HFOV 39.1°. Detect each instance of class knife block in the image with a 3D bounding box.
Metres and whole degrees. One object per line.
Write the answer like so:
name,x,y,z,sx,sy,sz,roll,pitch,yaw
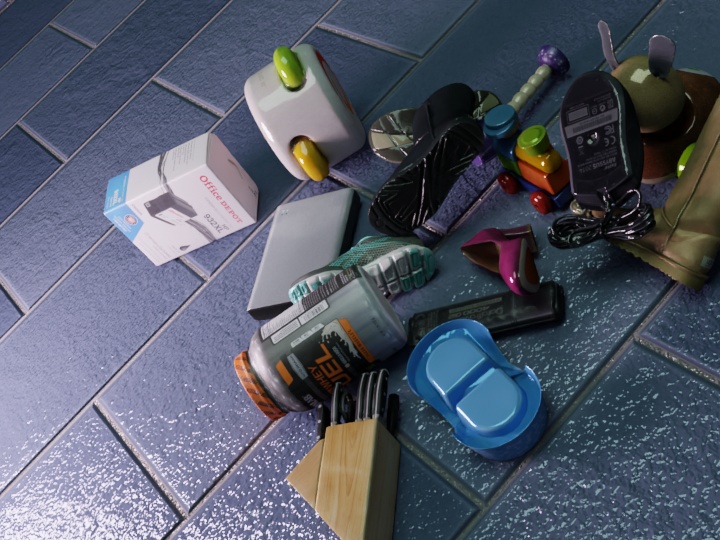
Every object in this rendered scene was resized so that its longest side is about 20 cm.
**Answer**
knife block,0.011,0.213,1.155,0.176,0.064,0.200,-46,40,-8

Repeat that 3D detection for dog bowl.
dog bowl,0.134,0.137,1.146,0.111,0.050,0.200,-41,39,-3

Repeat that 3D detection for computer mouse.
computer mouse,0.275,-0.125,1.150,0.138,0.053,0.202,-11,77,46

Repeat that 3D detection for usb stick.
usb stick,0.150,0.056,1.224,0.199,0.033,0.056,-15,52,26

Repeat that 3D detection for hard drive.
hard drive,-0.080,-0.024,1.471,0.139,0.033,0.201,-12,47,28

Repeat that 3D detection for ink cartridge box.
ink cartridge box,-0.283,-0.111,1.618,0.199,0.145,0.084,-22,43,19

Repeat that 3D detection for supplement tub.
supplement tub,-0.051,0.094,1.269,0.199,0.123,0.123,-35,40,5

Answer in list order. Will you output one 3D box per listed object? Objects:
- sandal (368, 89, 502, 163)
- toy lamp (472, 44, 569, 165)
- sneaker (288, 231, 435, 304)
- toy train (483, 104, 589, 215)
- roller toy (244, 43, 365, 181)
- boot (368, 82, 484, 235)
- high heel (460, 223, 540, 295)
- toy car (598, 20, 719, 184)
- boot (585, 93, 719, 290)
sandal,0.112,-0.203,1.478,0.200,0.057,0.080,-14,81,4
toy lamp,0.217,-0.229,1.421,0.200,0.058,0.058,-50,41,-13
sneaker,0.000,0.000,1.357,0.199,0.078,0.091,-16,34,2
toy train,0.237,-0.133,1.268,0.085,0.116,0.200,-43,40,-5
roller toy,-0.089,-0.239,1.565,0.139,0.201,0.182,-30,5,9
boot,0.088,-0.153,1.373,0.200,0.076,0.168,-47,17,21
high heel,0.161,-0.005,1.206,0.096,0.068,0.200,-16,10,15
toy car,0.349,-0.216,1.195,0.158,0.200,0.164,-49,41,-12
boot,0.362,-0.101,1.125,0.175,0.066,0.201,35,106,38
